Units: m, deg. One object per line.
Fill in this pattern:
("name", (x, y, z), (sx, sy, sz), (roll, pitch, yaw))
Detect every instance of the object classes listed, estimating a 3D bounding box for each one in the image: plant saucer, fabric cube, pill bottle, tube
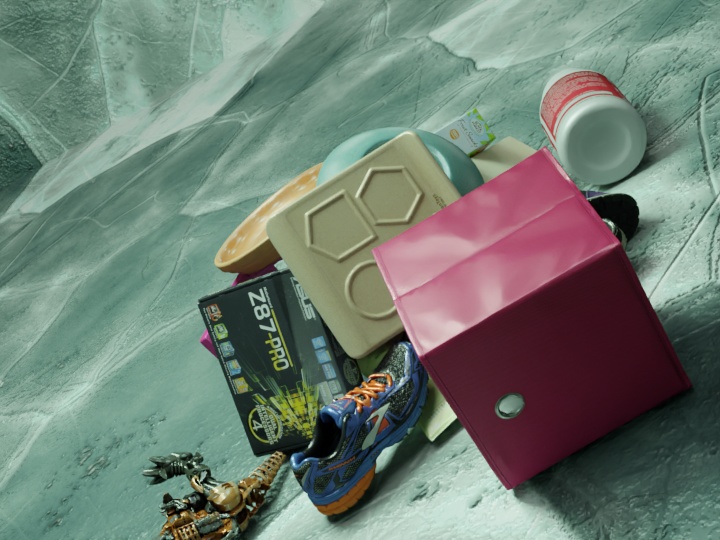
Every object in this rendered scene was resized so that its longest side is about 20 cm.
("plant saucer", (-0.100, -0.061, 1.593), (0.200, 0.037, 0.200), (-38, 15, 12))
("fabric cube", (0.158, 0.044, 1.176), (0.199, 0.196, 0.200), (-30, 33, 5))
("pill bottle", (0.296, -0.196, 1.626), (0.112, 0.112, 0.200), (-30, 23, 10))
("plant saucer", (0.048, -0.101, 1.435), (0.200, 0.039, 0.201), (1, 55, -2))
("tube", (0.060, 0.125, 1.386), (0.200, 0.052, 0.058), (32, 113, 60))

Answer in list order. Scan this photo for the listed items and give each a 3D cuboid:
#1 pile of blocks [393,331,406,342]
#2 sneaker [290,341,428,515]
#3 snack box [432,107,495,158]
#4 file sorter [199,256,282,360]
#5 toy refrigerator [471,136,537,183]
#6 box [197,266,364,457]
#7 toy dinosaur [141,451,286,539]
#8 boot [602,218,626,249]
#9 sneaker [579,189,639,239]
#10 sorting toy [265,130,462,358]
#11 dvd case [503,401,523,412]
("pile of blocks", (0.099, 0.021, 1.548), (0.062, 0.082, 0.200), (24, 60, 13))
("sneaker", (0.001, 0.155, 1.300), (0.075, 0.078, 0.200), (6, 58, 53))
("snack box", (0.077, -0.125, 1.616), (0.142, 0.053, 0.200), (-34, -3, -19))
("file sorter", (-0.083, 0.049, 1.580), (0.125, 0.139, 0.200), (-35, 18, 33))
("toy refrigerator", (0.159, -0.103, 1.565), (0.200, 0.070, 0.076), (-34, -30, -55))
("box", (-0.085, 0.102, 1.432), (0.161, 0.200, 0.049), (-18, 3, 31))
("toy dinosaur", (-0.165, 0.266, 1.382), (0.200, 0.102, 0.136), (-8, 18, -43))
("boot", (0.182, -0.022, 1.319), (0.200, 0.151, 0.073), (-38, 33, -7))
("sneaker", (0.213, -0.062, 1.427), (0.199, 0.076, 0.088), (3, 10, -26))
("sorting toy", (0.024, -0.029, 1.363), (0.200, 0.185, 0.036), (-34, -11, -5))
("dvd case", (0.187, 0.085, 1.328), (0.143, 0.018, 0.200), (-34, 22, -1))
